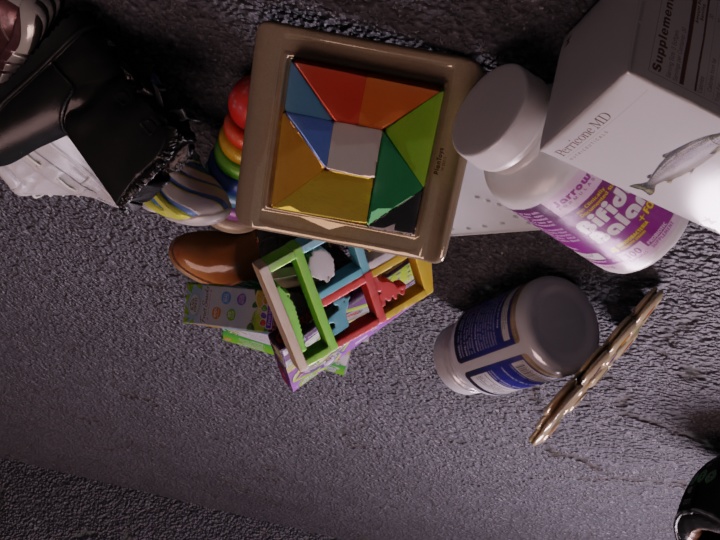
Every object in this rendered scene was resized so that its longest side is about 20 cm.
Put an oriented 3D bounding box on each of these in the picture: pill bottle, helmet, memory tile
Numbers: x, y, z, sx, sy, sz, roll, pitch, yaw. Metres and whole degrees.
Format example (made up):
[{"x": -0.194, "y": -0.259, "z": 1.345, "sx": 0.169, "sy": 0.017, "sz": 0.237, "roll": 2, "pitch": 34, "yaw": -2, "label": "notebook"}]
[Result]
[{"x": 0.175, "y": -0.085, "z": 0.761, "sx": 0.200, "sy": 0.113, "sz": 0.112, "roll": 27, "pitch": 152, "yaw": -30, "label": "pill bottle"}, {"x": 0.570, "y": 0.358, "z": 1.318, "sx": 0.200, "sy": 0.190, "sz": 0.200, "roll": 42, "pitch": 149, "yaw": 33, "label": "helmet"}, {"x": 0.263, "y": 0.110, "z": 1.023, "sx": 0.017, "sy": 0.200, "sz": 0.153, "roll": 41, "pitch": 159, "yaw": 19, "label": "memory tile"}, {"x": 0.179, "y": 0.086, "z": 1.098, "sx": 0.115, "sy": 0.116, "sz": 0.200, "roll": 27, "pitch": 152, "yaw": -20, "label": "pill bottle"}]

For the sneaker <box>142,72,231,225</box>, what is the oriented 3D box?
[{"x": -0.204, "y": -0.128, "z": 0.896, "sx": 0.200, "sy": 0.076, "sz": 0.105, "roll": 32, "pitch": 129, "yaw": 15, "label": "sneaker"}]

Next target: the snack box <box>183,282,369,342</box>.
[{"x": -0.092, "y": 0.052, "z": 1.087, "sx": 0.142, "sy": 0.053, "sz": 0.200, "roll": 3, "pitch": 175, "yaw": 27, "label": "snack box"}]

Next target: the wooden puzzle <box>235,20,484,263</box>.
[{"x": -0.007, "y": -0.106, "z": 0.793, "sx": 0.199, "sy": 0.037, "sz": 0.186, "roll": 12, "pitch": 113, "yaw": 5, "label": "wooden puzzle"}]

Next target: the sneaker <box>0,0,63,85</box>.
[{"x": -0.364, "y": -0.226, "z": 0.869, "sx": 0.115, "sy": 0.076, "sz": 0.200, "roll": 31, "pitch": 140, "yaw": -18, "label": "sneaker"}]

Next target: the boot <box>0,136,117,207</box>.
[{"x": -0.325, "y": -0.110, "z": 1.001, "sx": 0.095, "sy": 0.074, "sz": 0.200, "roll": -27, "pitch": 149, "yaw": 7, "label": "boot"}]

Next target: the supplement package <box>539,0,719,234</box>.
[{"x": 0.251, "y": -0.117, "z": 0.660, "sx": 0.199, "sy": 0.118, "sz": 0.117, "roll": 22, "pitch": 155, "yaw": -11, "label": "supplement package"}]

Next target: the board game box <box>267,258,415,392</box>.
[{"x": -0.007, "y": 0.046, "z": 1.004, "sx": 0.032, "sy": 0.200, "sz": 0.120, "roll": 47, "pitch": 163, "yaw": 28, "label": "board game box"}]

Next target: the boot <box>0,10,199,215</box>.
[{"x": -0.257, "y": -0.122, "z": 0.853, "sx": 0.198, "sy": 0.073, "sz": 0.163, "roll": -42, "pitch": 87, "yaw": 17, "label": "boot"}]

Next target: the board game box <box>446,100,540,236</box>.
[{"x": 0.072, "y": -0.099, "z": 0.902, "sx": 0.199, "sy": 0.026, "sz": 0.200, "roll": -3, "pitch": 148, "yaw": 33, "label": "board game box"}]

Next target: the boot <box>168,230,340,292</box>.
[{"x": -0.124, "y": -0.033, "z": 1.095, "sx": 0.199, "sy": 0.074, "sz": 0.155, "roll": 9, "pitch": 157, "yaw": -14, "label": "boot"}]

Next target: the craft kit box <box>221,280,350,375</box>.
[{"x": -0.103, "y": 0.076, "z": 1.325, "sx": 0.199, "sy": 0.049, "sz": 0.198, "roll": 17, "pitch": 151, "yaw": 0, "label": "craft kit box"}]

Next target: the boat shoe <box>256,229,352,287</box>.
[{"x": -0.045, "y": -0.010, "z": 0.994, "sx": 0.073, "sy": 0.063, "sz": 0.201, "roll": -15, "pitch": 167, "yaw": 24, "label": "boat shoe"}]

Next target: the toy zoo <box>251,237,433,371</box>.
[{"x": 0.000, "y": 0.000, "z": 0.923, "sx": 0.020, "sy": 0.200, "sz": 0.132, "roll": 37, "pitch": 151, "yaw": 52, "label": "toy zoo"}]

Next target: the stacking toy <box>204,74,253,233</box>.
[{"x": -0.117, "y": -0.122, "z": 0.918, "sx": 0.085, "sy": 0.086, "sz": 0.200, "roll": 18, "pitch": 148, "yaw": -4, "label": "stacking toy"}]
